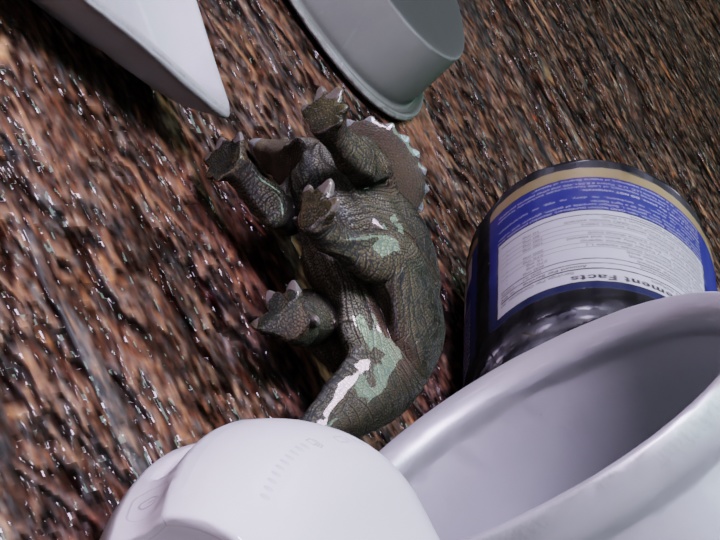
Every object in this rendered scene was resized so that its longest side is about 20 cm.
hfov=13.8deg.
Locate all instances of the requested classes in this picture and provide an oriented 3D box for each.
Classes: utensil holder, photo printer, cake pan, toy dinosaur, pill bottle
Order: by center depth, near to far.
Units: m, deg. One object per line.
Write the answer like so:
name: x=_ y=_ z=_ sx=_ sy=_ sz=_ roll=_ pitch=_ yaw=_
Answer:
photo printer: x=-0.001 y=0.137 z=0.843 sx=0.200 sy=0.069 sz=0.166 roll=63 pitch=16 yaw=3
utensil holder: x=0.103 y=0.136 z=1.006 sx=0.200 sy=0.170 sz=0.170 roll=61 pitch=15 yaw=-12
toy dinosaur: x=0.000 y=0.000 z=1.069 sx=0.102 sy=0.077 sz=0.200 roll=35 pitch=27 yaw=-44
pill bottle: x=0.097 y=0.042 z=1.238 sx=0.112 sy=0.112 sz=0.200 roll=55 pitch=17 yaw=-21
cake pan: x=-0.010 y=-0.166 z=1.387 sx=0.200 sy=0.037 sz=0.200 roll=54 pitch=18 yaw=-26

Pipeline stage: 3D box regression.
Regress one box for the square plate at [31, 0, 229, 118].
square plate: x=-0.126 y=-0.163 z=1.033 sx=0.198 sy=0.028 sz=0.200 roll=35 pitch=31 yaw=-57
